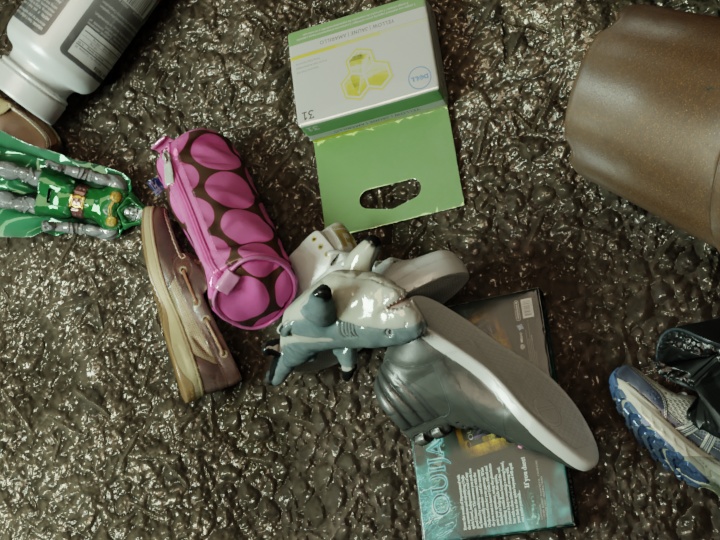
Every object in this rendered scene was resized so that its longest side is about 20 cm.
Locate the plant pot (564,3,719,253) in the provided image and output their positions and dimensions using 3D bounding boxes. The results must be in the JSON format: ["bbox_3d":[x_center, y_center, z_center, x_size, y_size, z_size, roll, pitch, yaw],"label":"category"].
[{"bbox_3d":[0.280,-0.111,0.879,0.197,0.200,0.202,27,85,37],"label":"plant pot"}]

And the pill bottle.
[{"bbox_3d":[-0.295,-0.256,1.162,0.110,0.111,0.201,36,89,23],"label":"pill bottle"}]

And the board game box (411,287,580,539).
[{"bbox_3d":[0.107,0.126,0.965,0.133,0.028,0.204,-12,72,18],"label":"board game box"}]

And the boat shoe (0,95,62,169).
[{"bbox_3d":[-0.408,-0.160,1.196,0.198,0.074,0.076,27,86,23],"label":"boat shoe"}]

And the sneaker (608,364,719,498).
[{"bbox_3d":[0.288,0.134,0.887,0.199,0.077,0.085,40,80,16],"label":"sneaker"}]

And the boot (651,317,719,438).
[{"bbox_3d":[0.329,0.098,0.817,0.166,0.077,0.200,-17,49,-34],"label":"boot"}]

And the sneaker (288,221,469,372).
[{"bbox_3d":[0.000,0.000,0.991,0.199,0.073,0.117,-29,64,32],"label":"sneaker"}]

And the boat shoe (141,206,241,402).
[{"bbox_3d":[-0.161,0.024,1.072,0.071,0.072,0.202,-15,63,-10],"label":"boat shoe"}]

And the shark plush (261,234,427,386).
[{"bbox_3d":[-0.030,0.061,0.927,0.083,0.091,0.199,48,124,-4],"label":"shark plush"}]

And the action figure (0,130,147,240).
[{"bbox_3d":[-0.304,-0.075,1.133,0.196,0.055,0.120,11,99,4],"label":"action figure"}]

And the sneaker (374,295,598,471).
[{"bbox_3d":[0.097,0.117,0.926,0.199,0.071,0.100,37,119,6],"label":"sneaker"}]

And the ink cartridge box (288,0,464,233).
[{"bbox_3d":[0.013,-0.146,1.062,0.143,0.048,0.203,-13,70,15],"label":"ink cartridge box"}]

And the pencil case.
[{"bbox_3d":[-0.130,-0.042,1.034,0.090,0.094,0.201,-39,51,9],"label":"pencil case"}]
